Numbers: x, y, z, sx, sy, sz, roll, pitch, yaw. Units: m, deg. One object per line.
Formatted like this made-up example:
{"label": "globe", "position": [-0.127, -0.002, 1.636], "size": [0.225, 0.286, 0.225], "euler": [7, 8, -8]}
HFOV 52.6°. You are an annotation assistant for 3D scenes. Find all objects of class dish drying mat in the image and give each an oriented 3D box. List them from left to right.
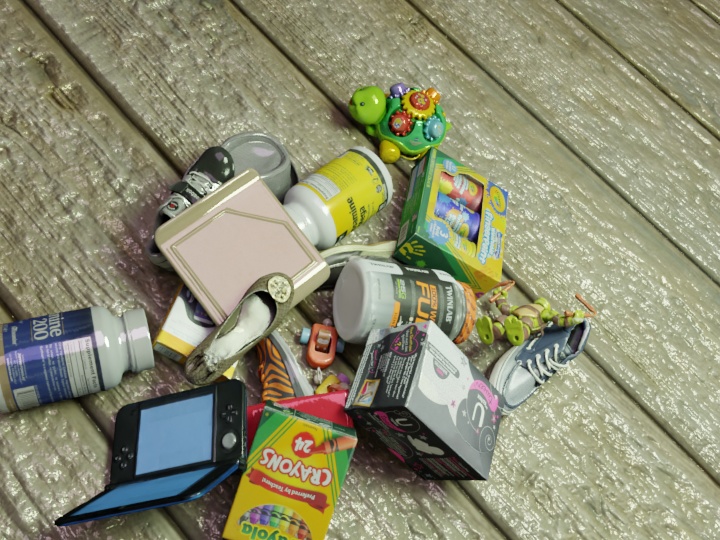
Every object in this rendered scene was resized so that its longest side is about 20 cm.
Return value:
{"label": "dish drying mat", "position": [-0.106, 0.210, 0.952], "size": [0.196, 0.018, 0.079], "euler": [-9, 83, -2]}

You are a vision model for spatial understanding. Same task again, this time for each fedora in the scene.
{"label": "fedora", "position": [-0.187, -0.154, 1.170], "size": [0.197, 0.091, 0.179], "euler": [-20, 68, -24]}

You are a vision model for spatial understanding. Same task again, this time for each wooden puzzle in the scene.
{"label": "wooden puzzle", "position": [-0.167, -0.020, 1.046], "size": [0.184, 0.037, 0.201], "euler": [-37, 90, -22]}

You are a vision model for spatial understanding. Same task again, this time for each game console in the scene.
{"label": "game console", "position": [-0.247, 0.215, 0.878], "size": [0.196, 0.119, 0.174], "euler": [-15, 59, 15]}

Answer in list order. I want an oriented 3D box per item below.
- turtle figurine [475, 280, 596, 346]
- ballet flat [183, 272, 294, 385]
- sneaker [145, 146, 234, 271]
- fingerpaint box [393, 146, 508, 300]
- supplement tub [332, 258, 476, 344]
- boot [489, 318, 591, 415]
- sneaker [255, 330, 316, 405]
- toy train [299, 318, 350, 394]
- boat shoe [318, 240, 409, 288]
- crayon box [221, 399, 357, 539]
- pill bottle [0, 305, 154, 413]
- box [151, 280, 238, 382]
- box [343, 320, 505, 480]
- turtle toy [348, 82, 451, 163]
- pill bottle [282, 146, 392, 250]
{"label": "turtle figurine", "position": [0.246, 0.072, 1.125], "size": [0.198, 0.066, 0.160], "euler": [17, 25, 39]}
{"label": "ballet flat", "position": [-0.158, 0.076, 0.978], "size": [0.068, 0.046, 0.200], "euler": [48, 65, -5]}
{"label": "sneaker", "position": [-0.250, -0.094, 1.067], "size": [0.073, 0.089, 0.203], "euler": [26, 88, 9]}
{"label": "fingerpaint box", "position": [0.154, -0.079, 1.198], "size": [0.165, 0.073, 0.203], "euler": [28, 50, -16]}
{"label": "supplement tub", "position": [0.067, 0.054, 1.089], "size": [0.196, 0.123, 0.125], "euler": [7, 58, -27]}
{"label": "boot", "position": [0.275, 0.139, 1.118], "size": [0.073, 0.090, 0.200], "euler": [50, 57, -15]}
{"label": "sneaker", "position": [-0.129, 0.169, 1.011], "size": [0.111, 0.078, 0.201], "euler": [-28, 58, -12]}
{"label": "toy train", "position": [-0.001, 0.148, 1.069], "size": [0.196, 0.056, 0.152], "euler": [18, 58, -4]}
{"label": "boat shoe", "position": [0.000, 0.000, 1.144], "size": [0.196, 0.074, 0.066], "euler": [-13, 59, -21]}
{"label": "crayon box", "position": [-0.092, 0.282, 0.917], "size": [0.125, 0.051, 0.204], "euler": [18, 90, -3]}
{"label": "pill bottle", "position": [-0.378, 0.109, 0.956], "size": [0.196, 0.111, 0.113], "euler": [-11, 64, -21]}
{"label": "box", "position": [-0.209, 0.049, 1.062], "size": [0.118, 0.041, 0.203], "euler": [30, 54, -17]}
{"label": "box", "position": [0.094, 0.180, 0.987], "size": [0.200, 0.113, 0.134], "euler": [46, 50, -32]}
{"label": "turtle toy", "position": [0.072, -0.275, 1.303], "size": [0.196, 0.102, 0.148], "euler": [5, 60, -12]}
{"label": "pill bottle", "position": [-0.050, -0.105, 1.167], "size": [0.112, 0.113, 0.199], "euler": [45, 60, 13]}
